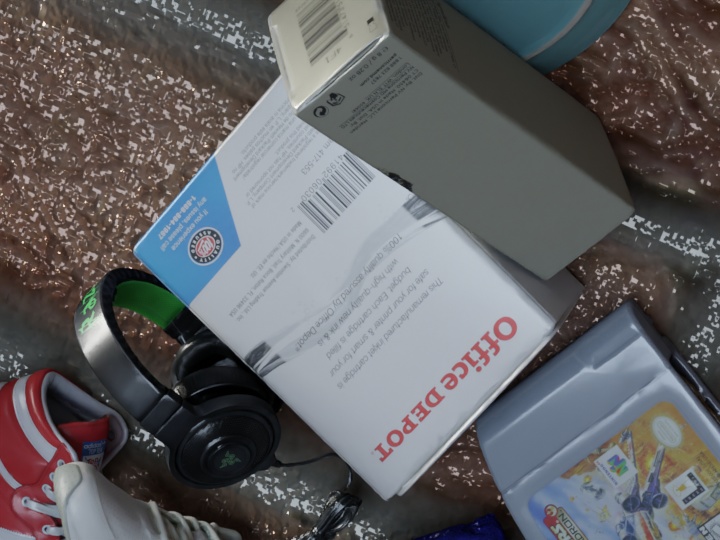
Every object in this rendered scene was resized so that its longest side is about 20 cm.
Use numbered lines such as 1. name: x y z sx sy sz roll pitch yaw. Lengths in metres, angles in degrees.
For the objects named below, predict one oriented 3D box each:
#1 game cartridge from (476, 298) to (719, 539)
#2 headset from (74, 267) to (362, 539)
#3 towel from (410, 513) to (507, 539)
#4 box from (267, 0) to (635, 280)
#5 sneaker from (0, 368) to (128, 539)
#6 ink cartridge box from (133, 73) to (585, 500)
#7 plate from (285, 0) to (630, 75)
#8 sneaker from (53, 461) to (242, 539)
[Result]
1. game cartridge: 0.160 0.132 1.292 0.133 0.042 0.200 -39 90 17
2. headset: -0.084 0.085 1.313 0.200 0.124 0.094 39 111 -14
3. towel: 0.047 0.248 1.345 0.147 0.050 0.201 -17 99 17
4. box: 0.048 -0.079 1.192 0.068 0.082 0.200 -39 131 22
5. sneaker: -0.175 0.155 1.382 0.112 0.071 0.201 -24 93 24
6. ink cartridge box: 0.000 0.000 1.281 0.200 0.086 0.147 44 112 2
7. plate: 0.058 -0.159 1.192 0.198 0.026 0.201 -7 133 -7
8. sneaker: -0.107 0.164 1.336 0.080 0.071 0.201 -27 133 10
